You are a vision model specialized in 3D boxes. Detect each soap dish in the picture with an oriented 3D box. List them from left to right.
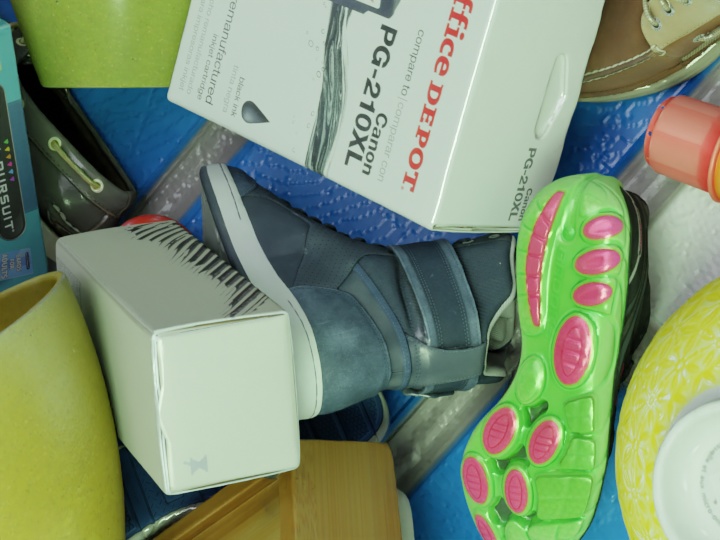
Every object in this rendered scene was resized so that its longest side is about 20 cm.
[{"bbox_3d":[-0.061,0.184,1.164,0.200,0.081,0.158,-37,37,29],"label":"soap dish"}]

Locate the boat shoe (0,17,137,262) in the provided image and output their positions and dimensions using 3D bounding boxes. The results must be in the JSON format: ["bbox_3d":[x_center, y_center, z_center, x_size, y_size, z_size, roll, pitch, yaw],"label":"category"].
[{"bbox_3d":[-0.191,-0.101,1.359,0.060,0.072,0.202,-35,72,16],"label":"boat shoe"}]

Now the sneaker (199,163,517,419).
[{"bbox_3d":[0.000,0.002,1.228,0.145,0.077,0.203,-11,35,-15],"label":"sneaker"}]

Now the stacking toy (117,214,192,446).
[{"bbox_3d":[-0.145,0.063,1.301,0.085,0.085,0.201,28,89,29],"label":"stacking toy"}]

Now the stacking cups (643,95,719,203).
[{"bbox_3d":[0.224,-0.031,1.132,0.199,0.060,0.061,20,90,31],"label":"stacking cups"}]

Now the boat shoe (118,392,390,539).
[{"bbox_3d":[-0.076,0.108,1.251,0.199,0.072,0.073,-20,65,3],"label":"boat shoe"}]

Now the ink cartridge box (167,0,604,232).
[{"bbox_3d":[0.011,-0.120,1.213,0.199,0.084,0.146,27,109,38],"label":"ink cartridge box"}]

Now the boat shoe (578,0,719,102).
[{"bbox_3d":[0.164,-0.145,1.175,0.199,0.072,0.076,-27,69,21],"label":"boat shoe"}]

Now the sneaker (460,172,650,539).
[{"bbox_3d":[0.106,0.051,1.170,0.076,0.084,0.201,23,109,28],"label":"sneaker"}]

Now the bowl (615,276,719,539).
[{"bbox_3d":[0.189,0.092,1.074,0.199,0.107,0.202,2,94,33],"label":"bowl"}]

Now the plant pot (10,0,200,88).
[{"bbox_3d":[-0.127,-0.199,1.297,0.186,0.187,0.202,3,97,28],"label":"plant pot"}]

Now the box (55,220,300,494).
[{"bbox_3d":[-0.092,0.037,1.173,0.200,0.068,0.083,-144,48,-65],"label":"box"}]

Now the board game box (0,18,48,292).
[{"bbox_3d":[-0.245,-0.091,1.320,0.200,0.047,0.152,34,138,46],"label":"board game box"}]

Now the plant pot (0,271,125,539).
[{"bbox_3d":[-0.191,0.113,1.147,0.199,0.200,0.143,-26,101,21],"label":"plant pot"}]
